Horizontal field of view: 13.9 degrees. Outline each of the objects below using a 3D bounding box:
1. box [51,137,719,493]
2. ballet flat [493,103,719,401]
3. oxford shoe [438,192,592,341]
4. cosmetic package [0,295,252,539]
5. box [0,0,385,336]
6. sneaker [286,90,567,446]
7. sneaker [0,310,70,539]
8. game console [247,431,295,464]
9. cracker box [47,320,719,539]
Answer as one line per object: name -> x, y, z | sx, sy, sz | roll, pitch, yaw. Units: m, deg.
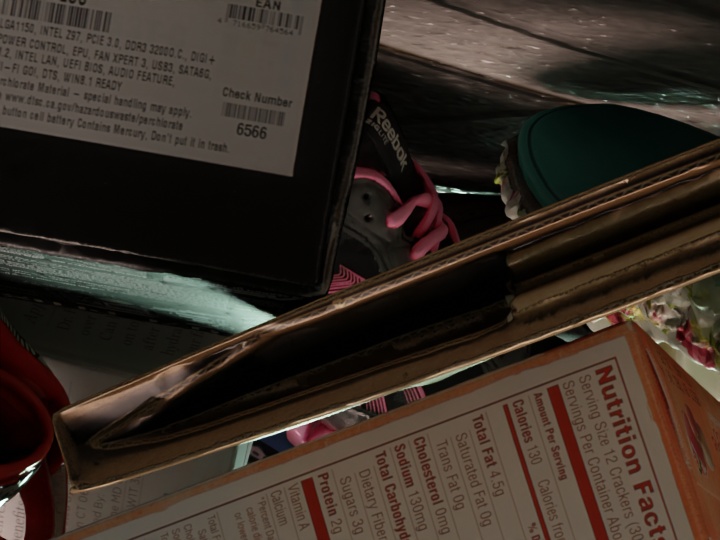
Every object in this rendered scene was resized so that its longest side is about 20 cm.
box -> 0.050, -0.003, 0.573 | 0.163, 0.021, 0.200 | -22, 178, 18
ballet flat -> 0.091, 0.011, 0.714 | 0.076, 0.064, 0.200 | -11, -160, -22
oxford shoe -> 0.049, 0.001, 0.995 | 0.200, 0.071, 0.073 | 1, 165, 3
cosmetic package -> -0.121, 0.007, 0.737 | 0.200, 0.071, 0.101 | 14, -146, 2
box -> -0.100, -0.046, 0.609 | 0.200, 0.086, 0.164 | 10, 174, -2
sneaker -> 0.000, 0.000, 0.815 | 0.200, 0.095, 0.079 | 24, -151, -14
sneaker -> -0.119, 0.068, 0.668 | 0.108, 0.067, 0.201 | 5, 142, 4
game console -> -0.013, 0.028, 0.885 | 0.200, 0.031, 0.177 | 31, -160, 2
cracker box -> -0.010, 0.081, 0.633 | 0.200, 0.058, 0.134 | -21, 161, 12
